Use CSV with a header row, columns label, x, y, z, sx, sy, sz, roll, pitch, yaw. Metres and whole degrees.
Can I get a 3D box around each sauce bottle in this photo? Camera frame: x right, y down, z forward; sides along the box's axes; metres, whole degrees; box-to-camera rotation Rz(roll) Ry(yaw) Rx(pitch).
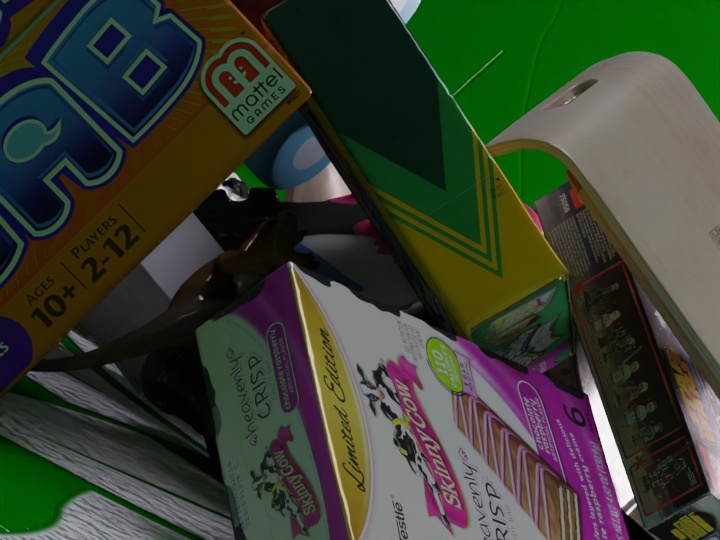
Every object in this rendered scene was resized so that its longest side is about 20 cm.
label,x,y,z,sx,sy,sz,roll,pitch,yaw
sauce bottle,-0.028,0.084,1.272,0.200,0.066,0.066,33,6,42

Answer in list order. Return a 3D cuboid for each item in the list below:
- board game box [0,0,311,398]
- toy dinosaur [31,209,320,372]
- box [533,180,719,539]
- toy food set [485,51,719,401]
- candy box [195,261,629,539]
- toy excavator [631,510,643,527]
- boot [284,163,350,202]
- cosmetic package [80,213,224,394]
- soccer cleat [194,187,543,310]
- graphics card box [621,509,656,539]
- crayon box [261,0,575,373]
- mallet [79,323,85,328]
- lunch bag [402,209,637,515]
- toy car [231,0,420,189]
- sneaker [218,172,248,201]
label,x,y,z,sx,sy,sz,roll,pitch,yaw
board game box,-0.169,-0.089,1.179,0.200,0.200,0.200,46,0,-13
toy dinosaur,-0.075,0.022,1.296,0.106,0.061,0.200,-20,4,41
box,0.158,0.061,1.324,0.137,0.040,0.201,38,28,-46
toy food set,0.146,0.000,1.264,0.201,0.060,0.143,55,33,0
candy box,0.030,0.093,1.121,0.199,0.061,0.137,23,42,-43
toy excavator,0.200,0.166,1.417,0.100,0.194,0.201,24,34,-42
boot,0.028,0.020,1.656,0.145,0.201,0.070,9,26,24
cosmetic package,-0.145,-0.039,1.387,0.200,0.051,0.082,51,-38,-3
soccer cleat,0.000,0.000,1.424,0.198,0.087,0.070,-1,30,12
graphics card box,0.084,0.116,1.310,0.200,0.051,0.126,42,-6,11
crayon box,0.032,-0.036,1.269,0.173,0.058,0.200,56,-2,13
mallet,-0.118,0.043,1.457,0.199,0.041,0.066,32,1,-13
lunch bag,0.084,0.056,1.478,0.167,0.140,0.200,-4,20,31
toy car,-0.108,-0.148,1.365,0.199,0.177,0.184,-10,49,-47
sneaker,-0.085,-0.034,1.570,0.199,0.073,0.072,28,11,27
